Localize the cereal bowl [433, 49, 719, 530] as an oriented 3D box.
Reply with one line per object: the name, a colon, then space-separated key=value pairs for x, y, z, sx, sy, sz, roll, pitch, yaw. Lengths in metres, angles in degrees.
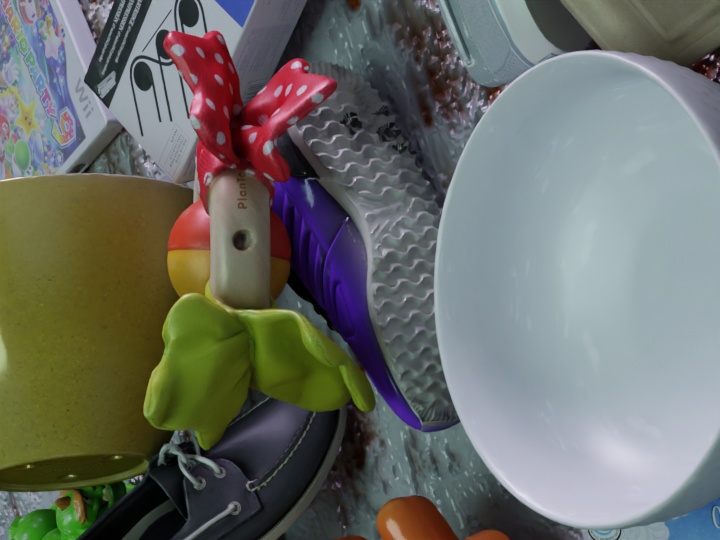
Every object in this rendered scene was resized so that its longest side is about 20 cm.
cereal bowl: x=0.120 y=0.009 z=0.768 sx=0.200 sy=0.083 sz=0.200 roll=-5 pitch=85 yaw=56

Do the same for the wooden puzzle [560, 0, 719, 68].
wooden puzzle: x=0.099 y=-0.171 z=0.701 sx=0.185 sy=0.037 sz=0.200 roll=49 pitch=163 yaw=-1

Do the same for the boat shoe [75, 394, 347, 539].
boat shoe: x=-0.089 y=0.125 z=0.980 sx=0.073 sy=0.200 sz=0.063 roll=32 pitch=163 yaw=51

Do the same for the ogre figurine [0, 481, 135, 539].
ogre figurine: x=-0.133 y=0.170 z=1.087 sx=0.200 sy=0.120 sz=0.098 roll=38 pitch=125 yaw=37

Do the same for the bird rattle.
bird rattle: x=-0.069 y=-0.015 z=0.893 sx=0.163 sy=0.113 sz=0.200 roll=156 pitch=105 yaw=-76

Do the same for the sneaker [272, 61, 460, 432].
sneaker: x=0.000 y=0.000 z=0.940 sx=0.100 sy=0.070 sz=0.200 roll=-47 pitch=59 yaw=52

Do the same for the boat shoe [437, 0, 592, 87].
boat shoe: x=0.042 y=-0.180 z=0.839 sx=0.071 sy=0.070 sz=0.201 roll=-24 pitch=83 yaw=44

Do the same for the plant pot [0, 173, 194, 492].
plant pot: x=-0.172 y=0.046 z=1.021 sx=0.200 sy=0.200 sz=0.142 roll=-27 pitch=65 yaw=49

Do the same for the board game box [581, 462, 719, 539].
board game box: x=0.191 y=0.173 z=0.767 sx=0.200 sy=0.043 sz=0.199 roll=-14 pitch=87 yaw=50

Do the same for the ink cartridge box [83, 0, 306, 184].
ink cartridge box: x=-0.079 y=-0.152 z=0.975 sx=0.094 sy=0.044 sz=0.200 roll=47 pitch=130 yaw=23

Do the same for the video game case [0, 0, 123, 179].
video game case: x=-0.231 y=-0.111 z=1.217 sx=0.200 sy=0.018 sz=0.143 roll=-39 pitch=68 yaw=46

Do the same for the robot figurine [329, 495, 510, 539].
robot figurine: x=0.055 y=0.205 z=0.873 sx=0.200 sy=0.144 sz=0.117 roll=59 pitch=148 yaw=11
